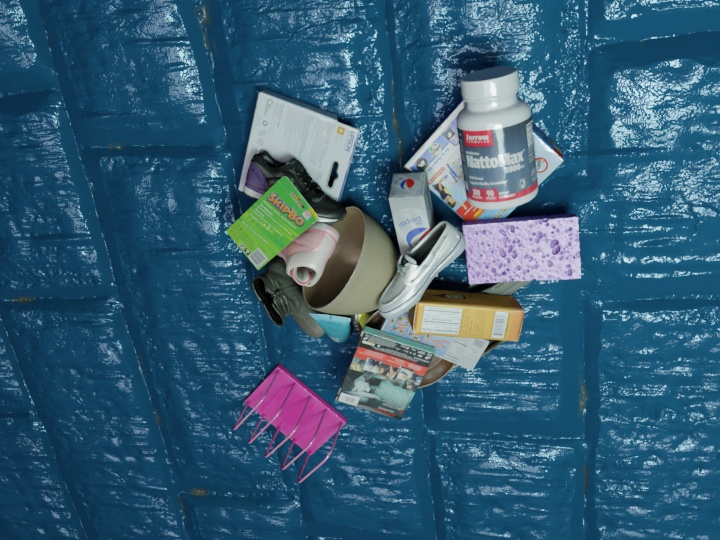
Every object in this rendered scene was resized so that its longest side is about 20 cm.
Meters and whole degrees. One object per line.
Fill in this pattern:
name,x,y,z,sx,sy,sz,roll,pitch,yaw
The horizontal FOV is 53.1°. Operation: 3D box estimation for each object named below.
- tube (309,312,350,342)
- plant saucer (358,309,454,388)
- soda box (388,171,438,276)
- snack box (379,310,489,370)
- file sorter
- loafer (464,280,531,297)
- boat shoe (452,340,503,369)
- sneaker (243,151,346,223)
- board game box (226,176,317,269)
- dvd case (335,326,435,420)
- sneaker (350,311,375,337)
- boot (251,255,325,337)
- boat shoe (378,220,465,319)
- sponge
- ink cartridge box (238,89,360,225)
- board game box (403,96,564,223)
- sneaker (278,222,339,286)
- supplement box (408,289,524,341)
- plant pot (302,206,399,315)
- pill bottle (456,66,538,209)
tube,-0.049,0.104,1.394,0.076,0.200,0.051,2,79,4
plant saucer,0.094,0.139,1.401,0.197,0.035,0.203,0,117,-1
soda box,0.100,-0.078,1.296,0.062,0.069,0.201,-2,136,14
snack box,0.139,0.121,1.358,0.198,0.024,0.072,23,116,-10
file sorter,-0.158,0.340,1.575,0.199,0.126,0.139,40,119,-8
loafer,0.272,0.000,1.326,0.069,0.070,0.200,27,122,-23
boat shoe,0.219,0.139,1.416,0.072,0.060,0.201,44,118,-12
sneaker,-0.114,-0.152,1.300,0.198,0.076,0.089,20,112,5
board game box,-0.156,-0.086,1.292,0.096,0.030,0.199,51,133,-5
dvd case,0.045,0.203,1.397,0.144,0.022,0.202,17,126,-5
sneaker,0.048,0.126,1.455,0.076,0.076,0.201,-32,115,15
boot,-0.145,0.077,1.436,0.067,0.131,0.201,-24,108,24
boat shoe,0.093,-0.007,1.254,0.200,0.074,0.067,-47,126,0
sponge,0.281,-0.037,1.262,0.197,0.030,0.113,-4,109,14
ink cartridge box,-0.114,-0.208,1.336,0.198,0.043,0.198,21,118,3
board game box,0.213,-0.195,1.253,0.195,0.056,0.200,40,118,-8
sneaker,-0.123,-0.024,1.352,0.075,0.106,0.199,32,158,-31
supplement box,0.188,0.080,1.298,0.197,0.067,0.070,7,109,-7
plant pot,0.000,0.000,1.345,0.133,0.202,0.201,25,123,-29
pill bottle,0.214,-0.211,1.145,0.118,0.120,0.203,-5,114,16
